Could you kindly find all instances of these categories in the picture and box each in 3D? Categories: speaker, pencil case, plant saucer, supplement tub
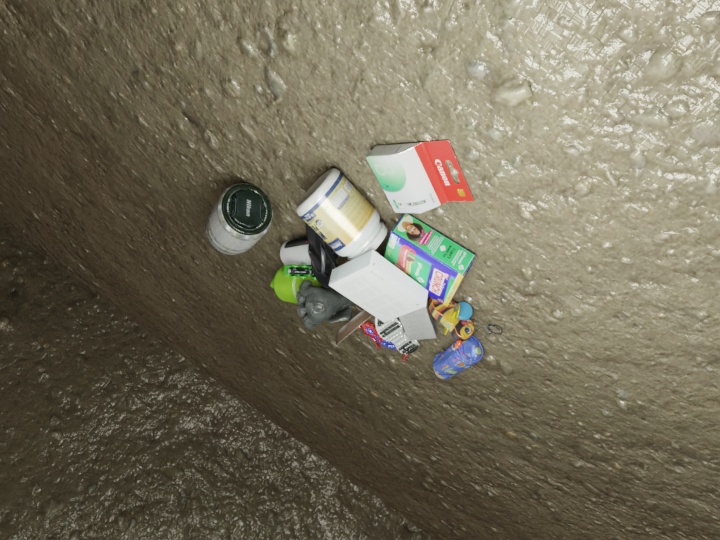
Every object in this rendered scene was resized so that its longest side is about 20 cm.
[{"bbox_3d":[-0.143,-0.055,1.830,0.198,0.082,0.082,-6,131,51],"label":"speaker"},{"bbox_3d":[0.268,0.244,1.819,0.085,0.080,0.200,10,154,-15],"label":"pencil case"},{"bbox_3d":[0.000,0.139,1.847,0.032,0.199,0.200,51,151,5],"label":"plant saucer"},{"bbox_3d":[-0.043,-0.127,1.553,0.200,0.145,0.144,44,150,-14],"label":"supplement tub"}]

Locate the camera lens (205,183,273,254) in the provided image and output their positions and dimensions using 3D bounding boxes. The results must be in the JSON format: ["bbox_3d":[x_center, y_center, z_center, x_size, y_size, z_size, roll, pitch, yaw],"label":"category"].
[{"bbox_3d":[-0.346,-0.143,1.839,0.159,0.161,0.199,41,151,-10],"label":"camera lens"}]

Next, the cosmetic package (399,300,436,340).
[{"bbox_3d":[0.151,0.124,1.738,0.081,0.052,0.201,-8,149,11],"label":"cosmetic package"}]

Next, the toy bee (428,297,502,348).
[{"bbox_3d":[0.251,0.136,1.654,0.197,0.109,0.132,20,146,26],"label":"toy bee"}]

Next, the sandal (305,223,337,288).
[{"bbox_3d":[-0.112,-0.047,1.705,0.075,0.043,0.204,-7,104,33],"label":"sandal"}]

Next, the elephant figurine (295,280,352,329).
[{"bbox_3d":[-0.073,0.081,1.832,0.156,0.196,0.143,59,145,37],"label":"elephant figurine"}]

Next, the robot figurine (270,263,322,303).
[{"bbox_3d":[-0.186,0.042,1.975,0.198,0.117,0.176,5,146,45],"label":"robot figurine"}]

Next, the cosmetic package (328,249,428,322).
[{"bbox_3d":[0.045,0.042,1.569,0.199,0.053,0.149,35,142,-30],"label":"cosmetic package"}]

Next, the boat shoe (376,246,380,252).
[{"bbox_3d":[-0.042,-0.096,1.676,0.198,0.073,0.072,33,153,-9],"label":"boat shoe"}]

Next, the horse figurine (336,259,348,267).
[{"bbox_3d":[0.000,0.000,1.735,0.195,0.051,0.133,5,168,16],"label":"horse figurine"}]

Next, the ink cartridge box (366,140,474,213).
[{"bbox_3d":[0.125,-0.194,1.378,0.197,0.050,0.162,8,141,44],"label":"ink cartridge box"}]

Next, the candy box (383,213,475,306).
[{"bbox_3d":[0.159,-0.022,1.555,0.198,0.078,0.170,30,152,9],"label":"candy box"}]

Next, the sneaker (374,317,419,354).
[{"bbox_3d":[0.097,0.163,1.859,0.074,0.082,0.200,-28,135,15],"label":"sneaker"}]

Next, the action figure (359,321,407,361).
[{"bbox_3d":[0.063,0.215,2.034,0.198,0.052,0.066,34,155,10],"label":"action figure"}]

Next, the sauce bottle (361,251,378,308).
[{"bbox_3d":[0.025,0.024,1.650,0.065,0.066,0.201,28,149,12],"label":"sauce bottle"}]

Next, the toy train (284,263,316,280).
[{"bbox_3d":[-0.128,0.004,1.830,0.197,0.043,0.056,4,-176,-39],"label":"toy train"}]
